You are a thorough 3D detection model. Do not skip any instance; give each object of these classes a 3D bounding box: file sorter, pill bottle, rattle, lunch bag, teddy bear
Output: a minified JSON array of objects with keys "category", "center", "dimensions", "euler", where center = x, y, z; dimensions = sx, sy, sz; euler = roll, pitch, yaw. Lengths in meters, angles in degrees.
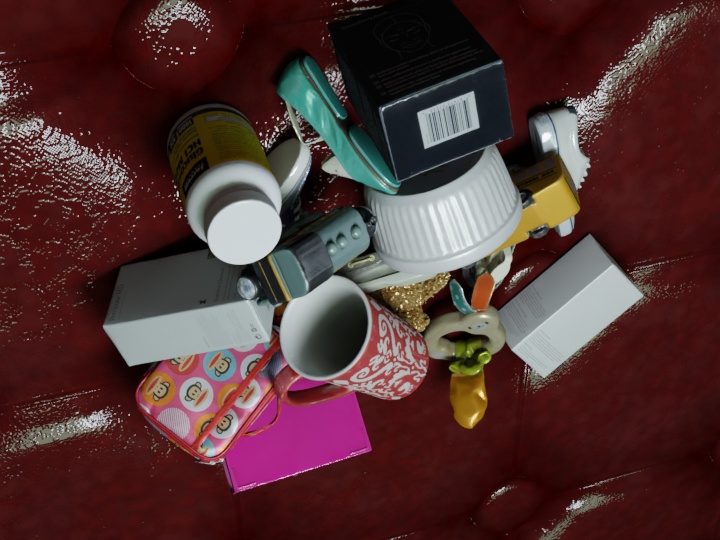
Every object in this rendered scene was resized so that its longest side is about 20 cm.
[{"category":"file sorter","center":[-0.108,0.225,1.540],"dimensions":[0.198,0.141,0.125],"euler":[-14,168,-15]},{"category":"pill bottle","center":[-0.155,-0.100,1.247],"dimensions":[0.111,0.201,0.113],"euler":[-11,129,-14]},{"category":"rattle","center":[0.154,0.115,1.552],"dimensions":[0.129,0.144,0.200],"euler":[21,150,-2]},{"category":"lunch bag","center":[-0.184,0.150,1.426],"dimensions":[0.176,0.082,0.201],"euler":[39,75,-3]},{"category":"teddy bear","center":[0.055,0.018,1.513],"dimensions":[0.143,0.067,0.202],"euler":[8,122,-24]}]

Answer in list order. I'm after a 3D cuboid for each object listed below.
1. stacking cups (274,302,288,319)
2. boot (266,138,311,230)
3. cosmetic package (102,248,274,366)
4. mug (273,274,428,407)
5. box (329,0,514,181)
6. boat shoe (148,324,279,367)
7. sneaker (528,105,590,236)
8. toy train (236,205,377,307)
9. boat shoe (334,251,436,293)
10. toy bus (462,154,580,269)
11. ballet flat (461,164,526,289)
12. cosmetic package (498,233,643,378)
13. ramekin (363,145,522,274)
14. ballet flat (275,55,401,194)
[{"category":"stacking cups","center":[-0.092,0.050,1.492],"dimensions":[0.199,0.061,0.061],"euler":[30,111,-31]},{"category":"boot","center":[-0.100,-0.078,1.378],"dimensions":[0.090,0.073,0.200],"euler":[19,126,-34]},{"category":"cosmetic package","center":[-0.211,0.041,1.354],"dimensions":[0.197,0.114,0.082],"euler":[-11,133,12]},{"category":"mug","center":[-0.017,0.103,1.422],"dimensions":[0.176,0.135,0.200],"euler":[-18,156,24]},{"category":"box","center":[0.068,-0.220,1.246],"dimensions":[0.147,0.201,0.108],"euler":[-21,132,-4]},{"category":"boat shoe","center":[-0.194,0.135,1.502],"dimensions":[0.198,0.066,0.074],"euler":[-19,131,-7]},{"category":"sneaker","center":[0.284,-0.134,1.485],"dimensions":[0.070,0.073,0.201],"euler":[-19,130,-3]},{"category":"toy train","center":[-0.060,-0.021,1.283],"dimensions":[0.113,0.199,0.086],"euler":[-14,104,41]},{"category":"boat shoe","center":[0.000,0.000,1.437],"dimensions":[0.199,0.061,0.072],"euler":[-13,171,8]},{"category":"toy bus","center":[0.189,-0.075,1.436],"dimensions":[0.198,0.079,0.065],"euler":[-24,127,19]},{"category":"ballet flat","center":[0.204,-0.049,1.521],"dimensions":[0.071,0.072,0.202],"euler":[4,124,-24]},{"category":"cosmetic package","center":[0.314,0.056,1.636],"dimensions":[0.200,0.085,0.107],"euler":[-41,131,11]},{"category":"ramekin","center":[0.097,-0.097,1.362],"dimensions":[0.198,0.201,0.106],"euler":[-25,122,-2]},{"category":"ballet flat","center":[-0.032,-0.162,1.298],"dimensions":[0.070,0.067,0.201],"euler":[-36,93,24]}]
